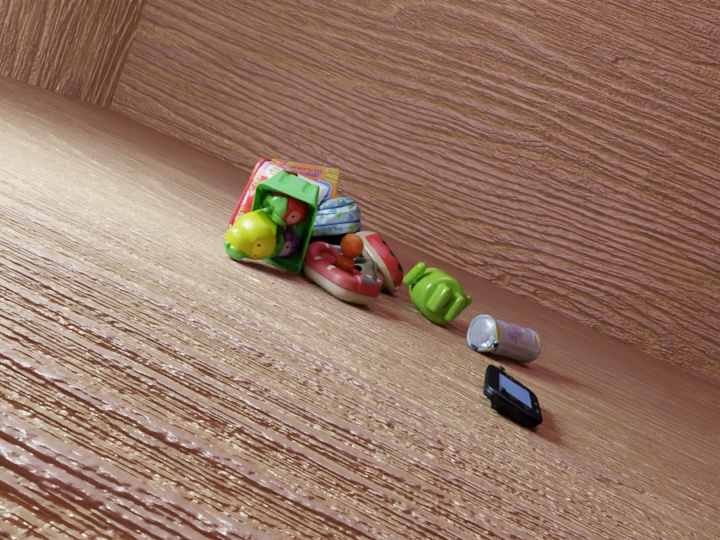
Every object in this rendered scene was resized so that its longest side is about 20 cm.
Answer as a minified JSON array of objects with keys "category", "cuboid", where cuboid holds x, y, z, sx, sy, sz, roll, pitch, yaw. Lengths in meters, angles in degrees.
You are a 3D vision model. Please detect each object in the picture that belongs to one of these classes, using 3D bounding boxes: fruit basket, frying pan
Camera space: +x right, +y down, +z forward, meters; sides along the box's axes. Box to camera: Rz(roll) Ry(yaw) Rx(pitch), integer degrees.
[{"category":"fruit basket","cuboid":[-0.180,-0.081,1.350,0.154,0.218,0.216,22,8,1]},{"category":"frying pan","cuboid":[-0.037,-0.043,1.660,0.113,0.031,0.190,10,0,14]}]

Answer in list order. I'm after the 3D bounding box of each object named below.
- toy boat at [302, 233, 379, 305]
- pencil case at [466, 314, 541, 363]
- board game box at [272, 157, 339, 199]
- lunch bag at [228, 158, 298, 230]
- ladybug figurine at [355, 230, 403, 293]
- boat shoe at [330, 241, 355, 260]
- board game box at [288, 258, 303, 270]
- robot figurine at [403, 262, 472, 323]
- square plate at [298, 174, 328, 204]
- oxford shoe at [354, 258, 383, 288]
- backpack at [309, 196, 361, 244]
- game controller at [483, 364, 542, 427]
[{"category":"toy boat","cuboid":[-0.035,-0.018,1.429,0.130,0.132,0.199,16,11,-45]},{"category":"pencil case","cuboid":[0.335,0.160,1.513,0.199,0.084,0.090,18,3,-42]},{"category":"board game box","cuboid":[-0.178,-0.226,1.990,0.197,0.203,0.200,8,10,-6]},{"category":"lunch bag","cuboid":[-0.231,-0.160,1.555,0.081,0.202,0.176,29,8,10]},{"category":"ladybug figurine","cuboid":[0.053,-0.027,1.737,0.201,0.071,0.136,56,-5,21]},{"category":"boat shoe","cuboid":[-0.049,-0.047,1.856,0.069,0.071,0.200,48,-1,-24]},{"category":"board game box","cuboid":[-0.143,-0.032,1.564,0.135,0.028,0.199,30,12,38]},{"category":"robot figurine","cuboid":[0.187,0.060,1.622,0.174,0.116,0.200,31,5,-15]},{"category":"square plate","cuboid":[-0.214,-0.182,1.769,0.199,0.199,0.028,27,-11,26]},{"category":"oxford shoe","cuboid":[0.000,0.000,1.609,0.074,0.071,0.200,29,5,-19]},{"category":"backpack","cuboid":[-0.094,-0.134,1.806,0.197,0.156,0.163,10,3,19]},{"category":"game controller","cuboid":[0.257,0.209,1.111,0.103,0.043,0.200,25,8,9]}]
